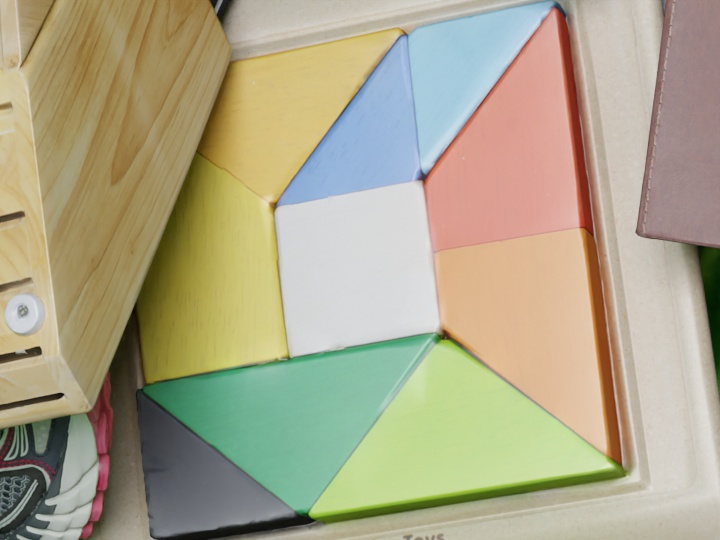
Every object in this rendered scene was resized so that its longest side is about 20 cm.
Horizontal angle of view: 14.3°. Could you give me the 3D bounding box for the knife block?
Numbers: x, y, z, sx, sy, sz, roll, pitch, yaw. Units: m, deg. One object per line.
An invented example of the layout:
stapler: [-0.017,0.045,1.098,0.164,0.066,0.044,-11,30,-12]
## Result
knife block: [-0.075,-0.052,0.770,0.064,0.175,0.200,-12,80,23]

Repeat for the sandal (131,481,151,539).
sandal: [-0.073,0.014,0.870,0.079,0.059,0.207,-13,70,27]

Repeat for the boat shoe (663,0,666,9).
boat shoe: [0.030,-0.021,0.848,0.071,0.069,0.200,34,88,17]

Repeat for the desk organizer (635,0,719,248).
desk organizer: [0.130,-0.099,0.735,0.077,0.072,0.201,9,94,28]

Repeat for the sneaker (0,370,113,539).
sneaker: [-0.129,0.046,0.810,0.200,0.075,0.081,-26,64,54]

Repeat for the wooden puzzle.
wooden puzzle: [0.000,0.000,0.792,0.185,0.037,0.200,-10,71,15]
